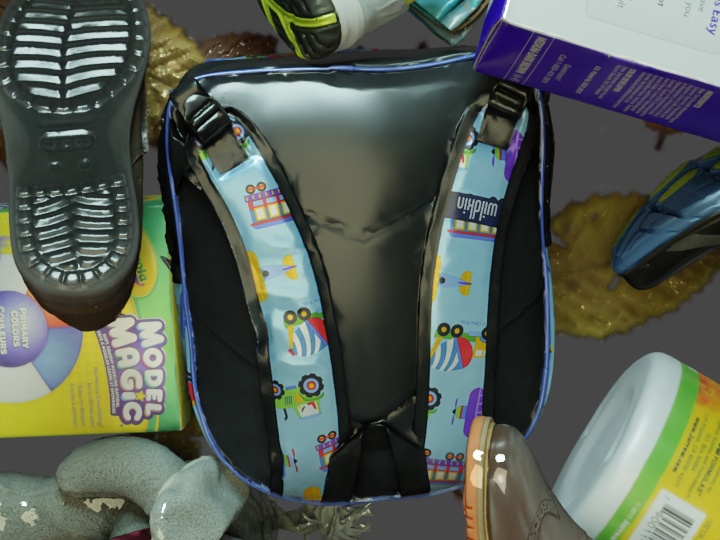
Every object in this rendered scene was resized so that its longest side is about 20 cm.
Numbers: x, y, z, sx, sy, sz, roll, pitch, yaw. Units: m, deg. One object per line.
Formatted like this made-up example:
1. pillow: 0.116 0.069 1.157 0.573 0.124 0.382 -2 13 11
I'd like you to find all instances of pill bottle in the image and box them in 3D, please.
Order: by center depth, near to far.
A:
1. pill bottle: 0.197 0.134 0.849 0.200 0.111 0.111 31 99 -1

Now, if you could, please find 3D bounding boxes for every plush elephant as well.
1. plush elephant: -0.088 0.158 0.848 0.200 0.155 0.165 -21 96 7

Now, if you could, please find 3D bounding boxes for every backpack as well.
1. backpack: 0.000 0.000 0.822 0.182 0.135 0.200 -5 100 -6

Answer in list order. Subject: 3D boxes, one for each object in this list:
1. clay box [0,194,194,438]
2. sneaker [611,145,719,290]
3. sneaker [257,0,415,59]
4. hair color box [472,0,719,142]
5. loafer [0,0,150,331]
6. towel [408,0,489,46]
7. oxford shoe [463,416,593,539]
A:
1. clay box: -0.160 0.023 0.888 0.200 0.048 0.115 -3 98 5
2. sneaker: 0.215 -0.030 0.841 0.199 0.071 0.083 -21 106 12
3. sneaker: -0.030 -0.173 0.810 0.076 0.075 0.200 -21 56 -16
4. hair color box: 0.158 -0.113 0.742 0.200 0.065 0.109 16 74 -3
5. loafer: -0.136 -0.056 0.831 0.073 0.071 0.200 2 54 -5
6. towel: 0.052 -0.222 0.817 0.147 0.022 0.200 42 100 29
7. oxford shoe: 0.099 0.139 0.784 0.073 0.071 0.200 -12 125 21
